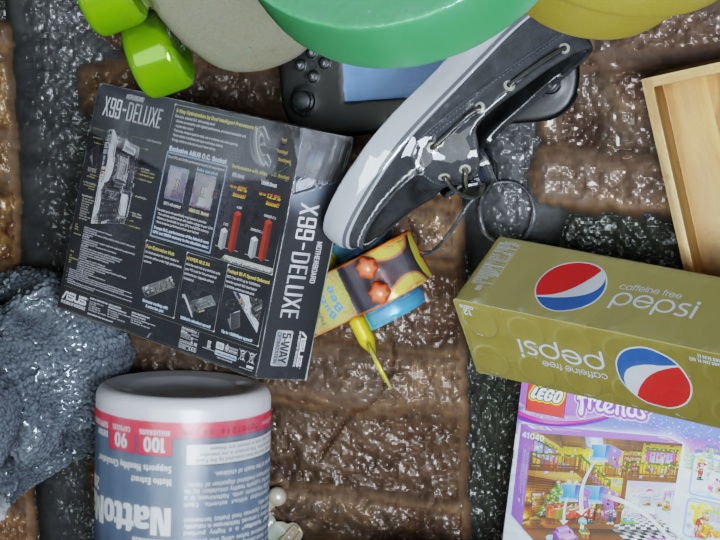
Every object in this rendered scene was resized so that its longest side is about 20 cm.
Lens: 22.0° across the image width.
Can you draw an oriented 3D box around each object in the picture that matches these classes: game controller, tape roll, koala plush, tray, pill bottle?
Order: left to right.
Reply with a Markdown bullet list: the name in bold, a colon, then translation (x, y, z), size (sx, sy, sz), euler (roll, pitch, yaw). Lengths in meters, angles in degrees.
- **koala plush**: translation (-0.267, 0.091, 1.255), size (0.183, 0.200, 0.178), euler (-23, 93, 22)
- **pill bottle**: translation (-0.122, 0.175, 1.256), size (0.119, 0.120, 0.201), euler (3, 97, 19)
- **tape roll**: translation (0.022, -0.208, 0.991), size (0.200, 0.048, 0.201), euler (-8, 66, 18)
- **game controller**: translation (0.041, -0.142, 1.177), size (0.199, 0.042, 0.105), euler (-3, 101, 20)
- **tray**: translation (0.244, -0.032, 1.133), size (0.098, 0.037, 0.201), euler (-11, 99, 21)

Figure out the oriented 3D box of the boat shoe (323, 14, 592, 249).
- **boat shoe**: translation (0.062, -0.080, 1.117), size (0.066, 0.070, 0.200), euler (43, 91, 18)

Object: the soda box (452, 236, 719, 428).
- **soda box**: translation (0.161, 0.038, 1.125), size (0.200, 0.064, 0.068), euler (12, 138, 34)

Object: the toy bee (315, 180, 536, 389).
- **toy bee**: translation (0.000, 0.000, 1.189), size (0.131, 0.109, 0.200), euler (43, 112, 8)

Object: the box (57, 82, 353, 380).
- **box**: translation (-0.105, -0.029, 1.197), size (0.200, 0.050, 0.158), euler (15, 96, 41)

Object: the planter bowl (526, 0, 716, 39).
- **planter bowl**: translation (0.136, -0.194, 1.075), size (0.200, 0.200, 0.084), euler (30, 138, 11)

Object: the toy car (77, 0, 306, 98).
- **toy car**: translation (-0.093, -0.237, 1.154), size (0.164, 0.158, 0.201), euler (-19, 63, 8)

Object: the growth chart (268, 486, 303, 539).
- **growth chart**: translation (-0.047, 0.271, 1.317), size (0.145, 0.018, 0.200), euler (-40, 87, 23)

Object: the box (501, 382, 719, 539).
- **box**: translation (0.196, 0.136, 1.187), size (0.199, 0.039, 0.137), euler (11, 106, 17)
